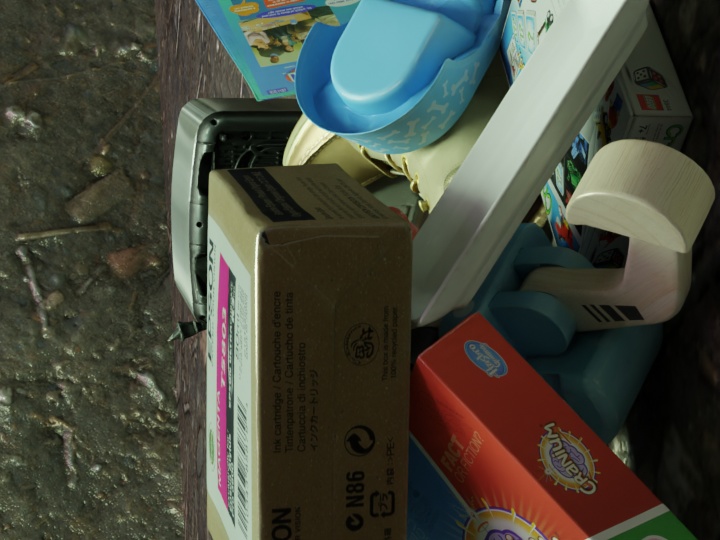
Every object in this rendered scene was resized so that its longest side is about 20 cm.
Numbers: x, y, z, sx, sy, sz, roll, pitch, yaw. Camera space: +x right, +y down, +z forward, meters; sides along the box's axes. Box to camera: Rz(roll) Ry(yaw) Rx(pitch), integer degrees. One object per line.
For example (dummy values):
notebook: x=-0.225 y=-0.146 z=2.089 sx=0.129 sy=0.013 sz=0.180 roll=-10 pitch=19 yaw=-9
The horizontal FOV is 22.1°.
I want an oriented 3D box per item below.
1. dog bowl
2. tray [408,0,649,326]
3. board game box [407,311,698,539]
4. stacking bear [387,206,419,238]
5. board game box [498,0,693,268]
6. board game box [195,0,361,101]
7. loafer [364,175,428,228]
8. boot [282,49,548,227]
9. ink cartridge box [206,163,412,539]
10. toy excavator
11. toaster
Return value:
dog bowl: x=0.041 y=-0.159 z=1.114 sx=0.111 sy=0.050 sz=0.200 roll=21 pitch=80 yaw=41
tray: x=0.076 y=-0.055 z=0.879 sx=0.200 sy=0.022 sz=0.107 roll=-57 pitch=10 yaw=-5
board game box: x=0.092 y=0.135 z=0.862 sx=0.200 sy=0.040 sz=0.153 roll=46 pitch=151 yaw=17
stacking bear: x=0.032 y=0.056 z=1.037 sx=0.114 sy=0.121 sz=0.200 roll=-52 pitch=-58 yaw=-44
board game box: x=0.121 y=-0.103 z=0.992 sx=0.126 sy=0.034 sz=0.200 roll=104 pitch=162 yaw=-46
board game box: x=-0.028 y=-0.190 z=1.262 sx=0.200 sy=0.152 sz=0.045 roll=59 pitch=-156 yaw=-64
loafer: x=0.023 y=-0.044 z=1.259 sx=0.200 sy=0.072 sz=0.063 roll=-63 pitch=-32 yaw=-9
boot: x=0.037 y=-0.059 z=1.152 sx=0.200 sy=0.073 sz=0.156 roll=-33 pitch=51 yaw=28
ink cartridge box: x=-0.029 y=0.059 z=0.896 sx=0.165 sy=0.075 sz=0.201 roll=-139 pitch=48 yaw=-72
toy excavator: x=0.106 y=0.021 z=0.895 sx=0.195 sy=0.200 sz=0.100 roll=55 pitch=-130 yaw=-31
toaster: x=-0.067 y=-0.046 z=1.505 sx=0.119 sy=0.199 sz=0.182 roll=-143 pitch=53 yaw=-70
